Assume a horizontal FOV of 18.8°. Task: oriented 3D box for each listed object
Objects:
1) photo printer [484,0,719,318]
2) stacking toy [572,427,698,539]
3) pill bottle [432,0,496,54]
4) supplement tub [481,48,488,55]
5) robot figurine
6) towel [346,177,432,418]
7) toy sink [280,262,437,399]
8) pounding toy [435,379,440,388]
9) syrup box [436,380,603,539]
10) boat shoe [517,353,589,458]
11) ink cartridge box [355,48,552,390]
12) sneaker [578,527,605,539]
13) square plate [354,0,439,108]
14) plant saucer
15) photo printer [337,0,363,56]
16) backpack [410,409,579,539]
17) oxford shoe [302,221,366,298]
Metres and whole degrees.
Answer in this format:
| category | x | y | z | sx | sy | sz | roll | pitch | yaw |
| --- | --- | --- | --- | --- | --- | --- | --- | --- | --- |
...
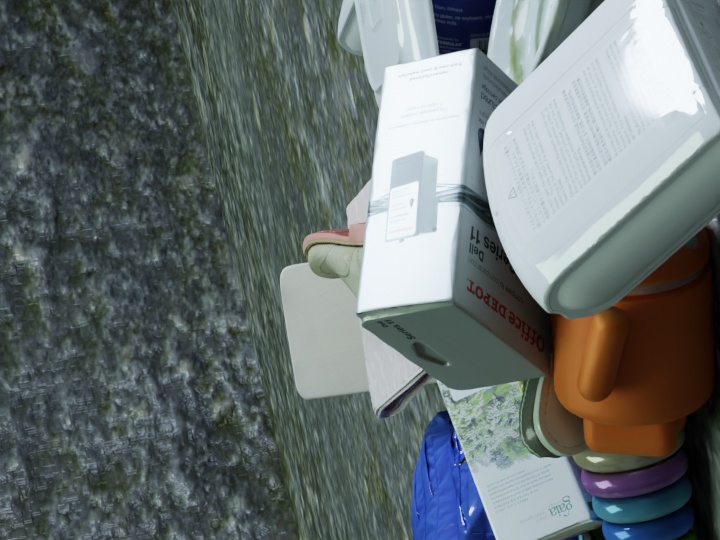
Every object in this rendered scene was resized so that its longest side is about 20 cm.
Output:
| category | x | y | z | sx | sy | sz | roll | pitch | yaw |
| --- | --- | --- | --- | --- | --- | --- | --- | --- | --- |
| photo printer | 0.163 | -0.078 | 1.403 | 0.200 | 0.069 | 0.166 | -45 | 44 | 31 |
| stacking toy | 0.218 | 0.212 | 1.619 | 0.085 | 0.085 | 0.200 | -148 | 43 | -76 |
| pill bottle | 0.089 | -0.265 | 1.805 | 0.116 | 0.116 | 0.200 | -114 | 19 | -54 |
| supplement tub | 0.129 | -0.083 | 1.729 | 0.200 | 0.122 | 0.123 | -113 | 18 | -54 |
| robot figurine | 0.190 | 0.030 | 1.519 | 0.117 | 0.144 | 0.200 | 25 | 126 | 53 |
| towel | 0.036 | 0.009 | 1.875 | 0.191 | 0.032 | 0.200 | 134 | 132 | -65 |
| toy sink | 0.037 | 0.043 | 2.068 | 0.112 | 0.200 | 0.131 | -26 | -73 | -82 |
| pounding toy | 0.126 | 0.019 | 1.875 | 0.184 | 0.142 | 0.200 | -114 | 29 | -53 |
| syrup box | 0.123 | 0.117 | 1.698 | 0.081 | 0.079 | 0.200 | 8 | -121 | -66 |
| boat shoe | 0.155 | 0.077 | 1.632 | 0.072 | 0.060 | 0.202 | 50 | -142 | -16 |
| ink cartridge box | 0.076 | -0.034 | 1.545 | 0.147 | 0.083 | 0.200 | 36 | -126 | -49 |
| sneaker | 0.198 | 0.175 | 1.748 | 0.083 | 0.071 | 0.200 | 154 | 101 | -72 |
| square plate | 0.022 | -0.231 | 1.799 | 0.198 | 0.028 | 0.200 | 145 | 116 | -78 |
| plant saucer | 0.147 | -0.206 | 1.634 | 0.200 | 0.050 | 0.200 | -167 | 90 | -79 |
| photo printer | 0.032 | -0.298 | 2.074 | 0.200 | 0.069 | 0.167 | 123 | 162 | -75 |
| backpack | 0.130 | 0.204 | 1.891 | 0.200 | 0.162 | 0.168 | -92 | 11 | -49 |
| oxford shoe | 0.000 | 0.000 | 1.825 | 0.200 | 0.071 | 0.074 | 168 | 97 | -72 |
